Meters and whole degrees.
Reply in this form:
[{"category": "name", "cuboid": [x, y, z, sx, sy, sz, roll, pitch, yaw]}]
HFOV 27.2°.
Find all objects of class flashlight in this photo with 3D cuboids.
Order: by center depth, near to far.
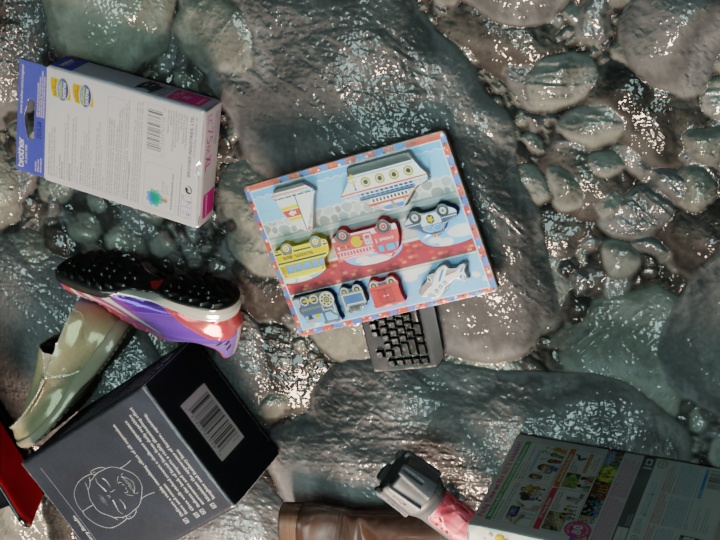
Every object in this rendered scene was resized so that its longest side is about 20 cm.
[{"category": "flashlight", "cuboid": [0.108, 0.240, 1.369, 0.200, 0.068, 0.068, 38, 112, -10]}]

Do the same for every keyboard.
[{"category": "keyboard", "cuboid": [0.000, 0.000, 1.354, 0.126, 0.021, 0.201, -4, 111, 26]}]

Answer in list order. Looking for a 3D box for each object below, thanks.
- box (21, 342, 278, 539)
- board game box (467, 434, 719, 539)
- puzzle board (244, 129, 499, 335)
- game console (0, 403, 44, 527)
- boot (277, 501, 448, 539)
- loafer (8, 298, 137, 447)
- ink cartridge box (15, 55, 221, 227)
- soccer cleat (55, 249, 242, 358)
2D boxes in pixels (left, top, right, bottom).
[{"category": "box", "cuboid": [-0.210, 0.188, 1.490, 0.199, 0.107, 0.149, -31, 98, 32]}, {"category": "board game box", "cuboid": [0.208, 0.220, 1.286, 0.199, 0.148, 0.065, 9, 120, 21]}, {"category": "puzzle board", "cuboid": [0.007, -0.028, 1.319, 0.199, 0.017, 0.152, -14, 108, 23]}, {"category": "game console", "cuboid": [-0.428, 0.183, 1.582, 0.172, 0.119, 0.201, -22, 103, 31]}, {"category": "boot", "cuboid": [0.023, 0.313, 1.470, 0.199, 0.064, 0.188, -1, 111, 21]}, {"category": "loafer", "cuboid": [-0.301, 0.100, 1.515, 0.068, 0.076, 0.200, 43, 114, 2]}, {"category": "ink cartridge box", "cuboid": [-0.228, -0.125, 1.389, 0.199, 0.042, 0.120, 16, 119, 15]}, {"category": "soccer cleat", "cuboid": [-0.207, 0.033, 1.442, 0.199, 0.068, 0.074, 12, 126, 18]}]
